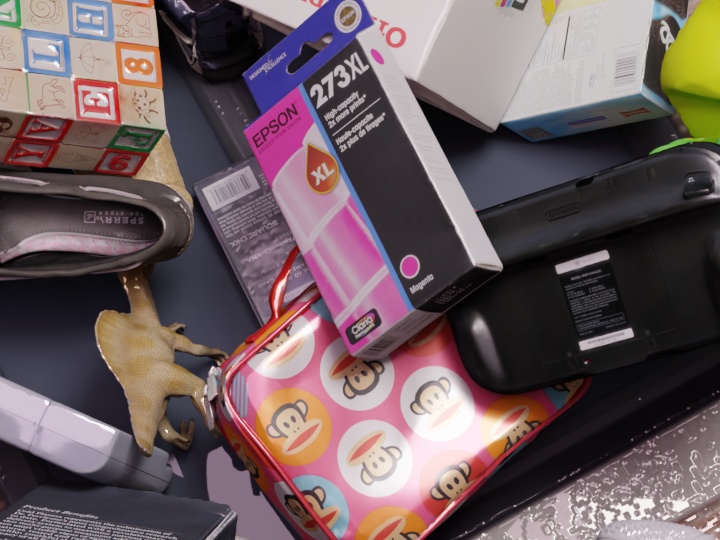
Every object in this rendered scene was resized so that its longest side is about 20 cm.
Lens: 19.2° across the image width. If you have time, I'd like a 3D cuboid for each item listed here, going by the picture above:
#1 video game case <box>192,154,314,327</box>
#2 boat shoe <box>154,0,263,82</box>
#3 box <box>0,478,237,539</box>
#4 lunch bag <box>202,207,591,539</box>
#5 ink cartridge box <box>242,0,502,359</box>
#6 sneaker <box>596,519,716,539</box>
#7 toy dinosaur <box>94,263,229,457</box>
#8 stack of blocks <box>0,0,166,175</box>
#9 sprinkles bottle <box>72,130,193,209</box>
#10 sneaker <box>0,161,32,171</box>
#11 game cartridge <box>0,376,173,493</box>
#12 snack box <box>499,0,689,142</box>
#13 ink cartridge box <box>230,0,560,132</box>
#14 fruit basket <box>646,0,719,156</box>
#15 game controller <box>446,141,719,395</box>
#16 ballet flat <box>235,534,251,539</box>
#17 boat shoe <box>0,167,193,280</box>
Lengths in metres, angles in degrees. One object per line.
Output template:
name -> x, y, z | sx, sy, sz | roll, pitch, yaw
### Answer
video game case -> 0.000, 0.000, 1.327 | 0.143, 0.019, 0.200 | -26, 72, -3
boat shoe -> -0.121, -0.226, 1.378 | 0.075, 0.093, 0.200 | -27, 71, -3
box -> -0.153, 0.235, 1.136 | 0.124, 0.197, 0.200 | 8, 99, 11
lunch bag -> 0.015, 0.056, 1.234 | 0.200, 0.082, 0.176 | -38, 90, -16
ink cartridge box -> -0.004, -0.059, 1.190 | 0.095, 0.037, 0.200 | -38, 64, 27
sneaker -> 0.223, 0.214, 1.204 | 0.200, 0.075, 0.114 | 10, 73, 16
toy dinosaur -> -0.122, 0.068, 1.267 | 0.058, 0.101, 0.200 | -34, 37, 21
stack of blocks -> -0.189, -0.163, 1.293 | 0.115, 0.059, 0.200 | 5, 61, -25
sprinkles bottle -> -0.166, -0.116, 1.359 | 0.068, 0.068, 0.200 | -20, 71, -1
sneaker -> -0.235, -0.044, 1.336 | 0.071, 0.073, 0.200 | 29, 98, 1
game cartridge -> -0.218, 0.079, 1.258 | 0.200, 0.133, 0.041 | 22, 79, 18
snack box -> 0.154, -0.186, 1.331 | 0.116, 0.037, 0.200 | -8, 65, 46
ink cartridge box -> 0.043, -0.211, 1.292 | 0.147, 0.145, 0.200 | 27, 93, 26
fruit basket -> 0.206, -0.073, 1.214 | 0.155, 0.215, 0.216 | -17, 66, 36
game controller -> 0.126, 0.002, 1.143 | 0.200, 0.042, 0.104 | -18, 97, 37
ballet flat -> -0.116, 0.170, 1.260 | 0.200, 0.071, 0.065 | 7, 56, 5
boat shoe -> -0.200, -0.028, 1.268 | 0.200, 0.057, 0.067 | -2, 95, 6
